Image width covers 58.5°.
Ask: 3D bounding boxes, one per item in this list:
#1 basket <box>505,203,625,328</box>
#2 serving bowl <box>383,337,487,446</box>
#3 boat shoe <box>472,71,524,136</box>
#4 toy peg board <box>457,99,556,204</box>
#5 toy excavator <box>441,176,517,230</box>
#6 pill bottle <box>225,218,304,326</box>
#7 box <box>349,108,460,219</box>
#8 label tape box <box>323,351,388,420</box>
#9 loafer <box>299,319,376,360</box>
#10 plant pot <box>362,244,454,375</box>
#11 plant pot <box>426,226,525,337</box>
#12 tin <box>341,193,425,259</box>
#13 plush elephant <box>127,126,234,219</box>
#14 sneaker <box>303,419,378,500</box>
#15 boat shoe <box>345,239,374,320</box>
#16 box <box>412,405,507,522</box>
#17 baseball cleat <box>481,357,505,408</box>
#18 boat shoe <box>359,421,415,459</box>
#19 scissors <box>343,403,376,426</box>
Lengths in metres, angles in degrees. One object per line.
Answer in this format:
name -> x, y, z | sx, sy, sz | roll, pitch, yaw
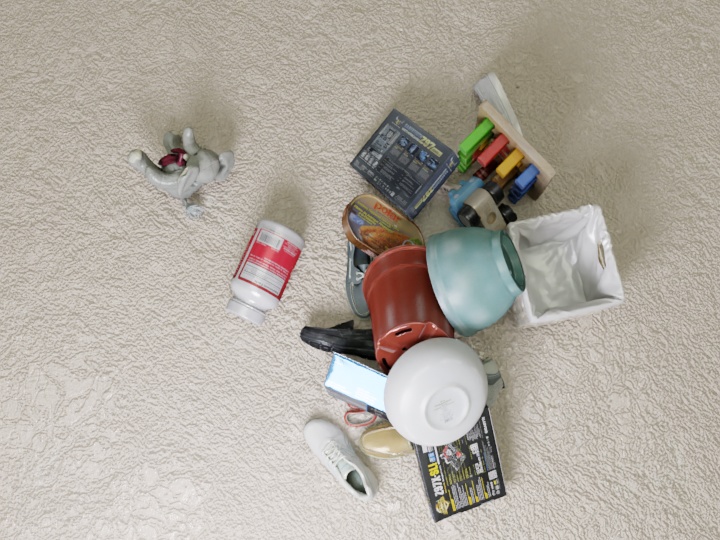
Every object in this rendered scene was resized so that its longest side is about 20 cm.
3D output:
basket -> 0.396, -0.001, 1.297 | 0.194, 0.161, 0.205 | -12, 78, 0
serving bowl -> 0.140, 0.225, 1.124 | 0.194, 0.066, 0.206 | -5, 111, -13
boat shoe -> 0.307, -0.336, 1.419 | 0.067, 0.072, 0.205 | -26, 85, 18
toy peg board -> 0.285, -0.215, 1.328 | 0.098, 0.200, 0.200 | -42, 81, 1
toy excavator -> 0.212, -0.159, 1.373 | 0.100, 0.199, 0.196 | -42, 121, -8
pill bottle -> -0.202, 0.005, 1.339 | 0.110, 0.112, 0.205 | 23, 80, 6
box -> 0.091, -0.228, 1.359 | 0.159, 0.051, 0.200 | -50, 56, 4
label tape box -> 0.004, 0.225, 1.232 | 0.140, 0.200, 0.068 | 22, 76, 7
loafer -> -0.028, 0.137, 1.333 | 0.194, 0.068, 0.073 | 10, 71, -2
plant pot -> 0.098, 0.092, 1.227 | 0.194, 0.205, 0.198 | 0, 36, 2
plant pot -> 0.225, 0.004, 1.191 | 0.132, 0.199, 0.206 | -22, 77, 27
tin -> 0.049, -0.078, 1.346 | 0.197, 0.042, 0.114 | 33, 67, -17
plush elephant -> -0.363, -0.225, 1.361 | 0.153, 0.164, 0.203 | -30, 95, 36
sneaker -> -0.038, 0.374, 1.277 | 0.200, 0.080, 0.071 | 44, 84, 11
boat shoe -> 0.000, 0.000, 1.359 | 0.070, 0.062, 0.207 | -2, 78, 2
box -> 0.188, 0.365, 1.238 | 0.155, 0.049, 0.206 | -17, 107, -5
baseball cleat -> 0.200, 0.254, 1.297 | 0.195, 0.070, 0.109 | -24, 79, -4
boat shoe -> 0.092, 0.335, 1.281 | 0.193, 0.076, 0.074 | -7, 78, 0
scissors -> 0.060, 0.277, 1.328 | 0.193, 0.014, 0.076 | -6, 76, -1
